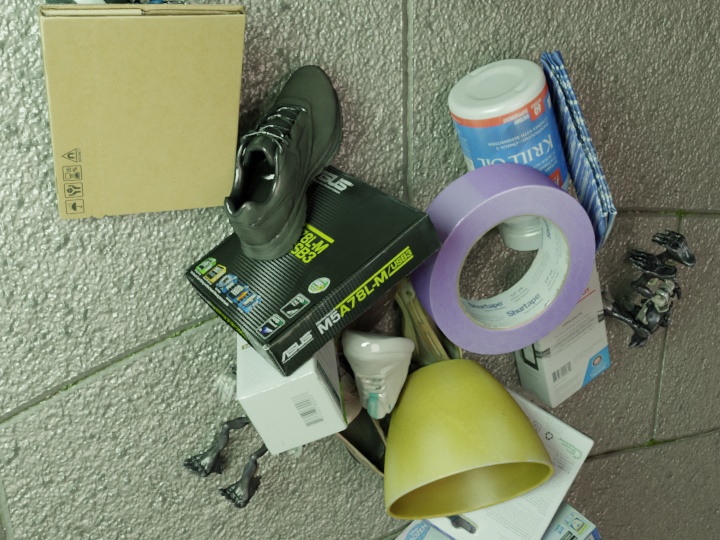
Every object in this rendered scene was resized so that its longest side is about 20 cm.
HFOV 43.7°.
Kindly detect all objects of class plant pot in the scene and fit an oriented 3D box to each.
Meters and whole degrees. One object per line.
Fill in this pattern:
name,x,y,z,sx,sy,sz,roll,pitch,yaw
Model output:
plant pot,0.111,0.189,1.048,0.196,0.144,0.201,-10,153,-5

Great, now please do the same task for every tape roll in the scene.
tape roll,0.154,-0.011,0.980,0.196,0.066,0.203,-9,120,-16

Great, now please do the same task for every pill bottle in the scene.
pill bottle,0.178,-0.127,1.031,0.112,0.112,0.202,-36,125,-17

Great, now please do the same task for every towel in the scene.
towel,0.240,-0.132,1.012,0.023,0.203,0.145,-16,164,5

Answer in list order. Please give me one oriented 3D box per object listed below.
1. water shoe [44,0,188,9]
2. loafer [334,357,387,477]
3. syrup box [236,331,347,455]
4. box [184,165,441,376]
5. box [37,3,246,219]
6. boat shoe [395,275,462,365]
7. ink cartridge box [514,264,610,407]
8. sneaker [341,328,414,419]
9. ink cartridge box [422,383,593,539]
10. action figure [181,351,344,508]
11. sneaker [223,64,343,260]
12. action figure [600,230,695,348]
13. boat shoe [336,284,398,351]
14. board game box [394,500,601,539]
water shoe,-0.186,-0.206,0.785,0.199,0.071,0.080,38,66,-44
loafer,-0.011,0.169,1.053,0.072,0.063,0.201,-41,127,-11
syrup box,-0.070,0.073,0.881,0.080,0.201,0.079,-21,124,8
box,-0.052,-0.011,0.864,0.193,0.199,0.048,-41,126,-12
box,-0.183,-0.132,0.771,0.161,0.021,0.202,-7,135,-19
boat shoe,0.078,0.030,1.045,0.073,0.062,0.204,-42,132,-41
ink cartridge box,0.261,0.066,1.197,0.115,0.068,0.203,-30,124,-21
sneaker,0.020,0.117,0.984,0.200,0.074,0.090,49,52,-73
ink cartridge box,0.161,0.248,1.135,0.202,0.198,0.041,-59,165,1
action figure,-0.097,0.154,0.953,0.201,0.118,0.102,-53,167,7
sneaker,-0.072,-0.114,0.844,0.091,0.075,0.203,56,45,-60
action figure,0.394,0.025,1.248,0.119,0.102,0.201,-41,153,-22
boat shoe,0.000,0.000,0.989,0.075,0.072,0.202,-13,136,-46
board game box,0.174,0.354,1.173,0.200,0.198,0.044,-42,132,-12
